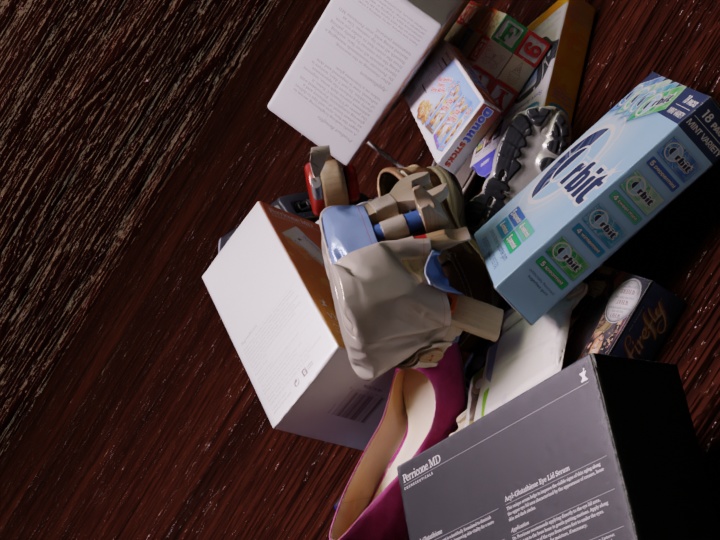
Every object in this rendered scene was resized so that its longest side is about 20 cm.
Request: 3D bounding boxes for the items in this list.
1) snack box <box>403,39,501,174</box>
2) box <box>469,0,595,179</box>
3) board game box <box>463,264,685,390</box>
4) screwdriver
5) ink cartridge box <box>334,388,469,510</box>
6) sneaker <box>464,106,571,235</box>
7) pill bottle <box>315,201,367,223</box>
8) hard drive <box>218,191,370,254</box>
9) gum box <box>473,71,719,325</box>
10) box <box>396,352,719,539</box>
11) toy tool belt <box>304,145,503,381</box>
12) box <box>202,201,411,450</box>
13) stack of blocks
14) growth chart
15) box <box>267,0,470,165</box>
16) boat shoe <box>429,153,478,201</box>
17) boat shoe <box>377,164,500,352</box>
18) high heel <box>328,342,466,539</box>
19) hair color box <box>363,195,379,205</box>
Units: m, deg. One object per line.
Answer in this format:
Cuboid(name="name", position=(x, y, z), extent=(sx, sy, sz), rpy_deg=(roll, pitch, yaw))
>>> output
Cuboid(name="snack box", position=(0.084, -0.160, 1.197), extent=(0.072, 0.024, 0.200), rpy_deg=(-52, 21, 17))
Cuboid(name="box", position=(0.174, -0.177, 1.274), extent=(0.119, 0.041, 0.200), rpy_deg=(-36, 32, 51))
Cuboid(name="board game box", position=(0.153, 0.057, 0.965), extent=(0.136, 0.035, 0.200), rpy_deg=(-60, 18, -1))
Cuboid(name="screwdriver", position=(0.059, -0.095, 1.293), extent=(0.028, 0.029, 0.200), rpy_deg=(-42, 57, -9))
Cuboid(name="ink cartridge box", position=(0.033, 0.183, 1.081), extent=(0.200, 0.039, 0.099), rpy_deg=(-59, 19, 4))
Cuboid(name="sneaker", position=(0.140, -0.055, 1.150), extent=(0.200, 0.077, 0.080), rpy_deg=(-61, -11, 8))
Cuboid(name="pill bottle", position=(-0.032, 0.002, 1.413), extent=(0.200, 0.111, 0.111), rpy_deg=(-39, 27, 48))
Cuboid(name="hard drive", position=(-0.072, -0.050, 1.491), extent=(0.135, 0.042, 0.200), rpy_deg=(-32, -12, 30))
Cuboid(name="gum box", position=(0.180, -0.061, 0.958), extent=(0.200, 0.045, 0.170), rpy_deg=(-43, 10, 9))
Cuboid(name="box", position=(0.117, 0.155, 0.770), extent=(0.200, 0.079, 0.141), rpy_deg=(-39, 54, 46))
Cuboid(name="toy tool belt", position=(0.033, -0.016, 0.995), extent=(0.125, 0.123, 0.200), rpy_deg=(85, 172, -54))
Cuboid(name="box", position=(-0.039, 0.049, 1.115), extent=(0.098, 0.124, 0.200), rpy_deg=(-51, 44, 20))
Cuboid(name="stack of blocks", position=(0.117, -0.219, 1.332), extent=(0.115, 0.059, 0.200), rpy_deg=(-57, 18, 10))
Cuboid(name="growth chart", position=(0.114, 0.090, 0.933), extent=(0.145, 0.018, 0.200), rpy_deg=(-36, 29, 52))
Cuboid(name="box", position=(0.017, -0.236, 1.288), extent=(0.200, 0.106, 0.152), rpy_deg=(-53, 2, 41))
Cuboid(name="boat shoe", position=(0.068, -0.049, 1.326), extent=(0.200, 0.067, 0.057), rpy_deg=(-59, -5, -13))
Cuboid(name="boat shoe", position=(0.058, -0.015, 1.085), extent=(0.076, 0.074, 0.200), rpy_deg=(-57, 36, 35))
Cuboid(name="high heel", position=(0.024, 0.126, 0.989), extent=(0.067, 0.096, 0.200), rpy_deg=(6, 84, 47))
Cuboid(name="hair color box", position=(0.000, 0.000, 1.247), extent=(0.200, 0.060, 0.100), rpy_deg=(-30, 53, 26))
